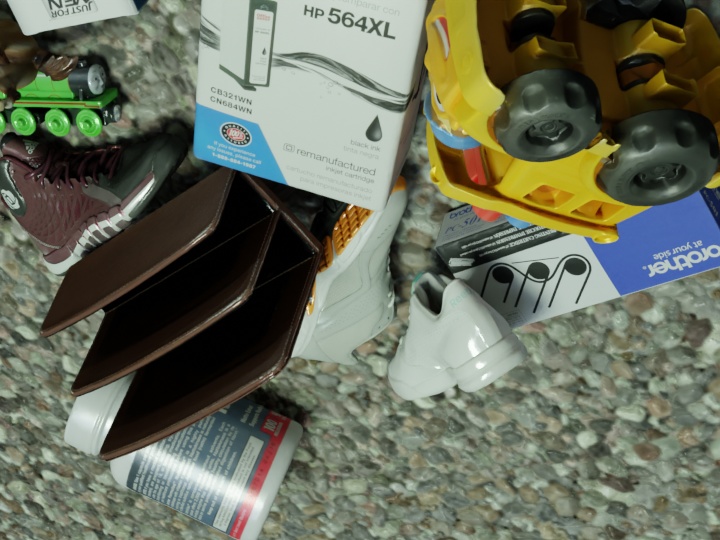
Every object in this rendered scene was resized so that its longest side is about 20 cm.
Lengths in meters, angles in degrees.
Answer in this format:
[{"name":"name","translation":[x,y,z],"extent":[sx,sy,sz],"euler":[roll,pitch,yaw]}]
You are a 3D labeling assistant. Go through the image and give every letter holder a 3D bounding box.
[{"name":"letter holder","translation":[-0.141,0.036,0.857],"extent":[0.198,0.143,0.101],"euler":[-28,120,32]}]

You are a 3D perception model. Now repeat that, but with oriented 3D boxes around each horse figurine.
[{"name":"horse figurine","translation":[-0.294,-0.166,0.854],"extent":[0.196,0.133,0.051],"euler":[16,113,-1]}]

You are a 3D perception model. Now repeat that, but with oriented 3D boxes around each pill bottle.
[{"name":"pill bottle","translation":[-0.163,0.157,1.076],"extent":[0.197,0.120,0.120],"euler":[24,134,0]}]

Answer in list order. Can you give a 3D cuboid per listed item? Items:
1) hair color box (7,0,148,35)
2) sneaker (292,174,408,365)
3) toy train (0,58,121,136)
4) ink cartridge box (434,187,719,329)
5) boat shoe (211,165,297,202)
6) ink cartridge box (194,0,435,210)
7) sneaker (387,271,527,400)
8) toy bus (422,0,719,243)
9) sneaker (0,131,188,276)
[{"name":"hair color box","translation":[-0.215,-0.266,0.776],"extent":[0.098,0.061,0.202],"euler":[-4,127,23]},{"name":"sneaker","translation":[0.000,0.000,0.924],"extent":[0.091,0.077,0.201],"euler":[15,134,-22]},{"name":"toy train","translation":[-0.278,-0.139,0.926],"extent":[0.196,0.042,0.057],"euler":[3,119,19]},{"name":"ink cartridge box","translation":[0.160,-0.025,0.844],"extent":[0.198,0.045,0.094],"euler":[-19,121,33]},{"name":"boat shoe","translation":[-0.116,-0.026,0.934],"extent":[0.064,0.074,0.200],"euler":[38,132,-6]},{"name":"ink cartridge box","translation":[-0.027,-0.158,0.767],"extent":[0.144,0.085,0.202],"euler":[16,133,7]},{"name":"sneaker","translation":[0.060,0.045,0.904],"extent":[0.089,0.075,0.200],"euler":[58,160,-1]},{"name":"toy bus","translation":[0.103,-0.094,0.722],"extent":[0.197,0.138,0.192],"euler":[13,149,-28]},{"name":"sneaker","translation":[-0.231,-0.077,0.937],"extent":[0.116,0.076,0.199],"euler":[45,131,-15]}]
